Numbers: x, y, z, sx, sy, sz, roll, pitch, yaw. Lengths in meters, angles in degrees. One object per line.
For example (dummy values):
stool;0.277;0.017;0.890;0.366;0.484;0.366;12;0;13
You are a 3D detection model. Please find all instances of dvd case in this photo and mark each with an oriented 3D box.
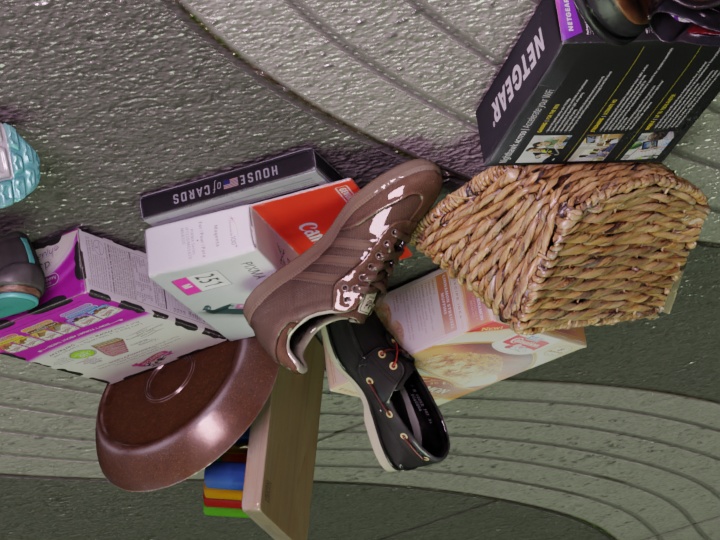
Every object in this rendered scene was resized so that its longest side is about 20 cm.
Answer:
dvd case;-0.070;-0.039;1.628;0.149;0.025;0.200;-15;159;16

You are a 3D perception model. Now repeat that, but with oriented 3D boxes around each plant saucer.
plant saucer;-0.160;0.103;1.764;0.199;0.201;0.035;-21;129;28

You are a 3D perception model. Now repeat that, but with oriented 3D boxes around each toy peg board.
toy peg board;-0.107;0.143;1.874;0.097;0.202;0.199;2;162;12

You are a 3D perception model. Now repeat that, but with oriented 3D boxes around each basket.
basket;0.161;-0.050;1.606;0.199;0.149;0.144;-4;125;-44

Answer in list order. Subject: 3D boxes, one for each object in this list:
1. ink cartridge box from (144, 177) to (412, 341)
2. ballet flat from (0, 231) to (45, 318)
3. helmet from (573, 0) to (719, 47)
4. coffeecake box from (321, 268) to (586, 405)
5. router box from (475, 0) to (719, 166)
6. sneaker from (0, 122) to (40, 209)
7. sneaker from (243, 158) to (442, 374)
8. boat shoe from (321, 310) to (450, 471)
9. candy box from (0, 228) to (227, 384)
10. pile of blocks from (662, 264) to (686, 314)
ink cartridge box;-0.060;-0.004;1.630;0.172;0.044;0.200;-13;160;13
ballet flat;-0.328;0.021;1.600;0.199;0.069;0.068;-20;156;27
helmet;0.182;-0.217;1.024;0.198;0.201;0.192;-15;122;15
coffeecake box;0.087;0.060;1.898;0.199;0.074;0.153;-25;154;34
router box;0.180;-0.138;1.438;0.148;0.052;0.200;-3;159;-15
sneaker;-0.323;-0.067;1.391;0.198;0.078;0.091;-2;175;-11
sneaker;0.000;0.000;1.572;0.200;0.076;0.070;-42;155;16
boat shoe;0.021;0.087;1.802;0.063;0.203;0.074;-13;-160;33
candy box;-0.224;0.033;1.695;0.135;0.062;0.200;-20;157;26
pile of blocks;0.225;-0.001;1.843;0.199;0.082;0.063;-3;118;-44
